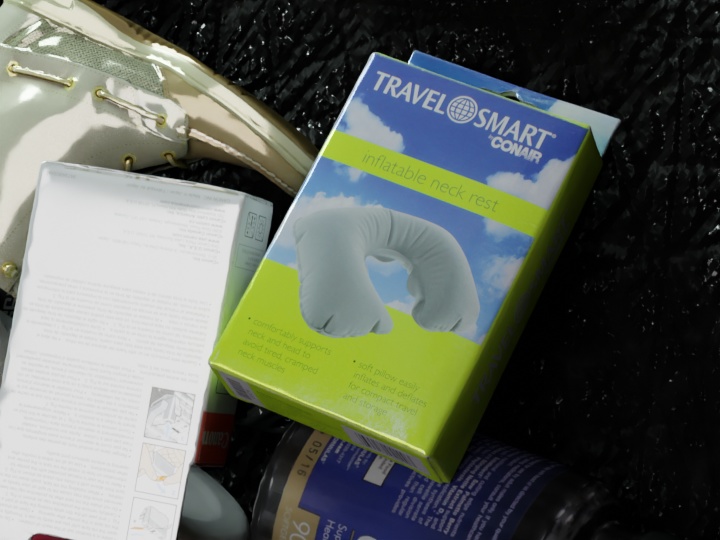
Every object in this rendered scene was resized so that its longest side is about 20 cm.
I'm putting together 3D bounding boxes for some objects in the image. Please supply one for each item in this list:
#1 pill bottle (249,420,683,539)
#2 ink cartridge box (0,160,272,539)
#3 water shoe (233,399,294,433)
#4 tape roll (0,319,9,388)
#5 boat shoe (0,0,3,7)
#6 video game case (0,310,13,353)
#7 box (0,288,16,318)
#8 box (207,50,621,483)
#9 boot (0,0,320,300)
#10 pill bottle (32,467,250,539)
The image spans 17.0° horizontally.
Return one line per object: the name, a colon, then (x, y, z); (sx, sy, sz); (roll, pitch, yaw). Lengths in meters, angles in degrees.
pill bottle: (0.057, 0.137, 1.148); (0.200, 0.112, 0.112); (19, 97, 28)
ink cartridge box: (-0.117, 0.053, 1.179); (0.109, 0.050, 0.200); (10, 89, 16)
water shoe: (0.000, 0.000, 1.201); (0.071, 0.079, 0.200); (35, 104, 24)
tape roll: (-0.291, 0.083, 1.240); (0.202, 0.139, 0.203); (0, 90, 26)
boat shoe: (-0.266, -0.111, 1.321); (0.063, 0.073, 0.200); (39, 78, 23)
video game case: (-0.267, 0.080, 1.318); (0.200, 0.023, 0.182); (32, 103, 23)
box: (-0.276, 0.008, 1.364); (0.200, 0.050, 0.158); (20, 97, 27)
box: (0.028, -0.013, 1.138); (0.122, 0.048, 0.200); (21, 74, 21)
boot: (-0.131, -0.047, 1.250); (0.200, 0.072, 0.155); (29, 88, 14)
pill bottle: (-0.150, 0.191, 1.256); (0.113, 0.113, 0.200); (36, 105, 24)
